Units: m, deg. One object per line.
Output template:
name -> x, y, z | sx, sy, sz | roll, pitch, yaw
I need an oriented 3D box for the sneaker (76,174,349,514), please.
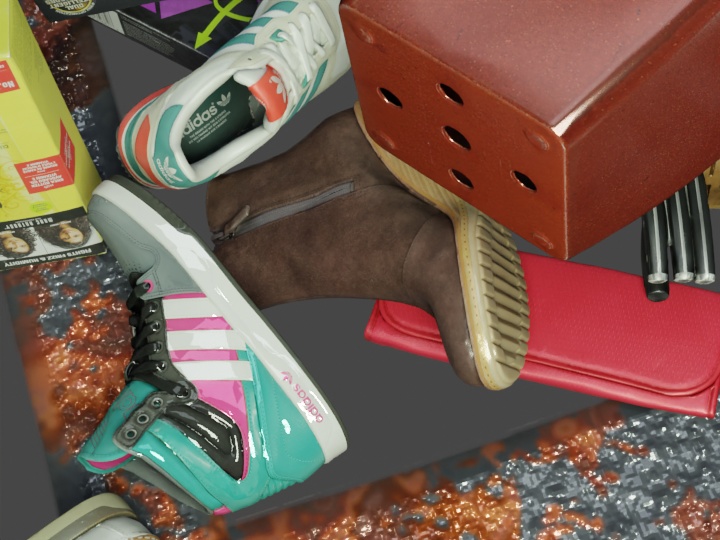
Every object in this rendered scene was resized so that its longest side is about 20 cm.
sneaker -> -0.113, 0.054, 0.921 | 0.121, 0.084, 0.200 | -38, 82, -16

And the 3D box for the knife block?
knife block -> 0.175, -0.078, 0.966 | 0.176, 0.064, 0.200 | -41, 66, -20

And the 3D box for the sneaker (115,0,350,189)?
sneaker -> -0.048, -0.113, 0.992 | 0.200, 0.070, 0.093 | -40, 24, -13

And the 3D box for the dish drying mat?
dish drying mat -> 0.107, 0.027, 0.954 | 0.200, 0.018, 0.077 | 12, 64, 13

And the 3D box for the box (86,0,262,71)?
box -> -0.081, -0.223, 1.098 | 0.143, 0.036, 0.200 | 28, 68, 19

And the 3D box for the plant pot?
plant pot -> 0.099, -0.129, 0.858 | 0.200, 0.200, 0.176 | 35, 73, 21

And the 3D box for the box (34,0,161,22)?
box -> -0.126, -0.258, 1.073 | 0.161, 0.049, 0.200 | -11, 55, 12

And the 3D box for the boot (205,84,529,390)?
boot -> 0.000, 0.000, 0.949 | 0.166, 0.072, 0.200 | -23, 58, 19

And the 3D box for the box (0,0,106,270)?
box -> -0.199, -0.073, 0.942 | 0.075, 0.200, 0.050 | -9, 59, 1

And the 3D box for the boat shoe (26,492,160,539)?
boat shoe -> -0.183, 0.200, 0.869 | 0.200, 0.075, 0.068 | -40, 59, -14
